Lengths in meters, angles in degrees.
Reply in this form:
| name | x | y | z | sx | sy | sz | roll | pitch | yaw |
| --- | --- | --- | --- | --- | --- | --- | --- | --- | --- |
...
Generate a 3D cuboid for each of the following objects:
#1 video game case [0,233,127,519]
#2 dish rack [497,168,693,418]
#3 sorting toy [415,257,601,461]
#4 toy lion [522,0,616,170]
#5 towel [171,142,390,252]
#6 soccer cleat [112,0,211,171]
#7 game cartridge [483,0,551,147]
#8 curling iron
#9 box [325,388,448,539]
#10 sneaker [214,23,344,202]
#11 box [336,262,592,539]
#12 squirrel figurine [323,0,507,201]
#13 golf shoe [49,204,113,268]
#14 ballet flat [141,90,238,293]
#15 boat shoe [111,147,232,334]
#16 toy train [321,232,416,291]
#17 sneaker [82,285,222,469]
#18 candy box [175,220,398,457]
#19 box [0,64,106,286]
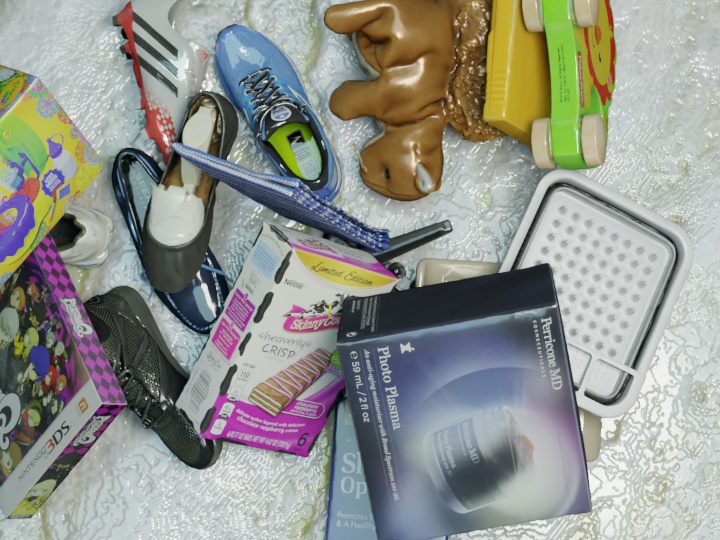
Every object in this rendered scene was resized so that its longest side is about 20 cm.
| name | x | y | z | sx | sy | sz | roll | pitch | yaw |
| --- | --- | --- | --- | --- | --- | --- | --- | --- | --- |
| video game case | -0.310 | 0.098 | 1.515 | 0.181 | 0.036 | 0.201 | -46 | 58 | 30 |
| dish rack | 0.210 | 0.023 | 1.542 | 0.170 | 0.044 | 0.202 | 26 | 79 | -5 |
| sorting toy | 0.145 | 0.086 | 1.560 | 0.197 | 0.036 | 0.188 | 4 | 83 | -14 |
| toy lion | 0.211 | -0.197 | 1.542 | 0.068 | 0.191 | 0.203 | -3 | 91 | 21 |
| towel | -0.068 | -0.069 | 1.503 | 0.144 | 0.200 | 0.024 | 20 | 85 | 30 |
| soccer cleat | -0.182 | -0.182 | 1.607 | 0.084 | 0.069 | 0.202 | -19 | 79 | 6 |
| game cartridge | 0.169 | -0.222 | 1.555 | 0.032 | 0.176 | 0.203 | 3 | 82 | 29 |
| curling iron | 0.000 | 0.000 | 1.575 | 0.199 | 0.026 | 0.050 | -29 | 109 | 7 |
| box | 0.030 | 0.194 | 1.578 | 0.119 | 0.032 | 0.203 | 4 | 83 | 2 |
| sneaker | -0.078 | -0.158 | 1.590 | 0.078 | 0.089 | 0.201 | -32 | 84 | -4 |
| box | 0.094 | 0.118 | 1.448 | 0.196 | 0.123 | 0.202 | -11 | 107 | 5 |
| squirrel figurine | 0.069 | -0.166 | 1.568 | 0.197 | 0.142 | 0.189 | -8 | 90 | 3 |
| golf shoe | -0.344 | -0.042 | 1.579 | 0.197 | 0.097 | 0.079 | -2 | 85 | 2 |
| ballet flat | -0.167 | -0.081 | 1.532 | 0.067 | 0.069 | 0.202 | 9 | 71 | 9 |
| boat shoe | -0.195 | -0.026 | 1.587 | 0.084 | 0.069 | 0.201 | -34 | 84 | -3 |
| toy train | 0.041 | 0.024 | 1.595 | 0.200 | 0.034 | 0.046 | 40 | 88 | 5 |
| sneaker | -0.216 | 0.114 | 1.544 | 0.076 | 0.114 | 0.201 | -38 | 82 | 35 |
| candy box | -0.068 | 0.068 | 1.515 | 0.135 | 0.061 | 0.202 | 15 | 107 | -40 |
| box | -0.382 | -0.085 | 1.504 | 0.192 | 0.122 | 0.201 | 21 | 64 | 43 |
